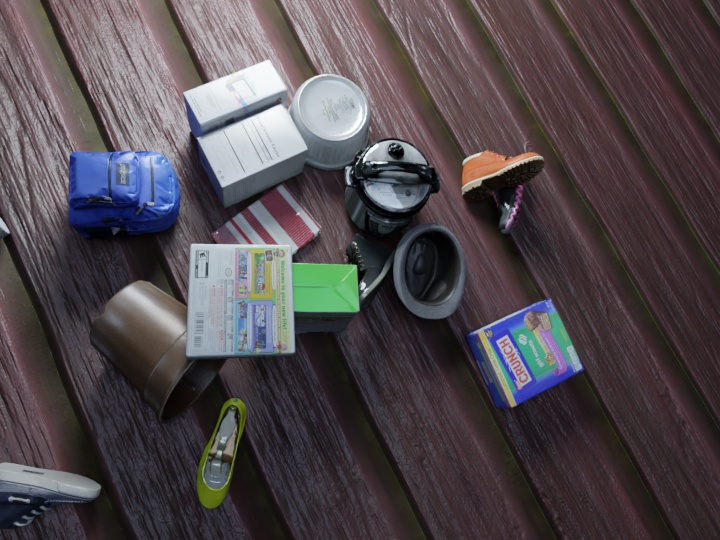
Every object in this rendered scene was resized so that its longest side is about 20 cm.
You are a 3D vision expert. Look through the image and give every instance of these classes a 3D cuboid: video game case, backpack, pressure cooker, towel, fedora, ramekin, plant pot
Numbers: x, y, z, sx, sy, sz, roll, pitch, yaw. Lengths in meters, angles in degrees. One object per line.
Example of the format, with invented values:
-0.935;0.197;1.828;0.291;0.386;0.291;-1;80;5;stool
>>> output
-0.206;0.050;0.947;0.178;0.022;0.204;0;68;-12;video game case
-0.456;-0.150;1.067;0.196;0.168;0.166;-2;82;-16;backpack
0.058;-0.180;1.164;0.176;0.200;0.179;-42;87;-19;pressure cooker
-0.199;-0.080;1.178;0.199;0.023;0.145;-39;84;-20;towel
0.138;0.001;1.183;0.173;0.090;0.205;-1;89;-20;fedora
-0.070;-0.340;1.230;0.196;0.105;0.205;3;74;-11;ramekin
-0.367;0.135;1.004;0.197;0.201;0.201;36;71;8;plant pot

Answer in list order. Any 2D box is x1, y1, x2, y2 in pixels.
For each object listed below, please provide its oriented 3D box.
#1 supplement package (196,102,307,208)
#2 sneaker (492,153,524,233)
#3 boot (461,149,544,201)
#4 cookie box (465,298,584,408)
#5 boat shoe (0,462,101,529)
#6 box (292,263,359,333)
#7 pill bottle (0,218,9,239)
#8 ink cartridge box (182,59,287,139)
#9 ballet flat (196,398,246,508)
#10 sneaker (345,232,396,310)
-0.228;-0.242;1.160;0.198;0.121;0.121;-28;83;-18;supplement package
0.340;-0.184;1.303;0.093;0.079;0.204;9;73;16;sneaker
0.321;-0.243;1.258;0.075;0.197;0.109;33;50;-47;boot
0.358;0.181;1.197;0.197;0.075;0.174;-22;81;-16;cookie box
-0.560;0.402;0.952;0.196;0.075;0.095;12;80;0;boat shoe
-0.115;0.060;1.075;0.196;0.177;0.099;1;73;-11;box
-0.763;-0.046;1.001;0.199;0.111;0.112;-38;85;-19;pill bottle
-0.263;-0.343;1.167;0.198;0.145;0.085;-28;82;-17;ink cartridge box
-0.262;0.341;1.027;0.066;0.067;0.204;16;73;-8;ballet flat
0.000;0.000;1.148;0.105;0.076;0.201;29;36;4;sneaker
